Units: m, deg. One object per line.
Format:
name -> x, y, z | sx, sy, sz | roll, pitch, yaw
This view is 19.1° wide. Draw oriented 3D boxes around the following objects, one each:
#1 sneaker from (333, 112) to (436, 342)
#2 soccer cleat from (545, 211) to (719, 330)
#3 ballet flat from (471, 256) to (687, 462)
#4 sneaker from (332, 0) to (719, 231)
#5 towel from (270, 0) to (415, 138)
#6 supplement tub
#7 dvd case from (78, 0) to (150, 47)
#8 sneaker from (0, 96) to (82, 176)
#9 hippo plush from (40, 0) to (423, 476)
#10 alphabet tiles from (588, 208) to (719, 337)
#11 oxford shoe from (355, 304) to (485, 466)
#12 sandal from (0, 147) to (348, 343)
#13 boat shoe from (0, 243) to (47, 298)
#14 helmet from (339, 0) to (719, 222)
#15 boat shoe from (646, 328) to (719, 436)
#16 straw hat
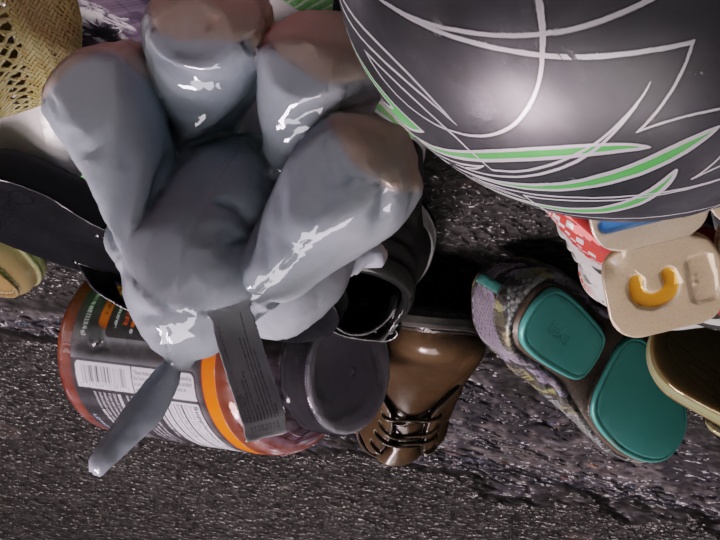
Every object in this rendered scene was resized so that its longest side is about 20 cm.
sneaker -> 0.000, 0.000, 1.134 | 0.070, 0.100, 0.200 | 10, 157, 4
soccer cleat -> 0.130, -0.017, 1.071 | 0.085, 0.069, 0.200 | -16, 148, 41
ballet flat -> 0.123, 0.047, 1.233 | 0.072, 0.072, 0.200 | -4, 151, 34
sneaker -> 0.079, -0.072, 0.899 | 0.199, 0.082, 0.070 | 11, 157, 7
towel -> 0.049, -0.116, 0.946 | 0.199, 0.024, 0.152 | -11, 146, 44
supplement tub -> -0.078, 0.051, 1.252 | 0.199, 0.107, 0.107 | 3, 156, 41
dvd case -> -0.105, -0.107, 1.030 | 0.148, 0.016, 0.200 | 0, 152, 45
sneaker -> -0.199, -0.062, 1.069 | 0.080, 0.071, 0.200 | -21, -176, -34
hippo plush -> -0.033, -0.025, 0.934 | 0.158, 0.201, 0.161 | -13, 172, 17
alphabet tiles -> 0.186, -0.047, 0.860 | 0.195, 0.015, 0.201 | -14, 114, 1
oxford shoe -> 0.036, 0.072, 1.271 | 0.072, 0.085, 0.200 | 6, 162, -4
sandal -> -0.105, 0.001, 1.046 | 0.199, 0.043, 0.076 | 18, 147, -12
boat shoe -> -0.276, -0.028, 1.257 | 0.200, 0.063, 0.073 | 31, 153, -29
helmet -> 0.086, -0.110, 0.725 | 0.199, 0.192, 0.200 | 12, 156, 5
boat shoe -> 0.246, 0.076, 1.209 | 0.200, 0.074, 0.063 | 12, 153, -16
straw hat -> -0.167, -0.110, 0.926 | 0.085, 0.202, 0.201 | -13, 160, -13
